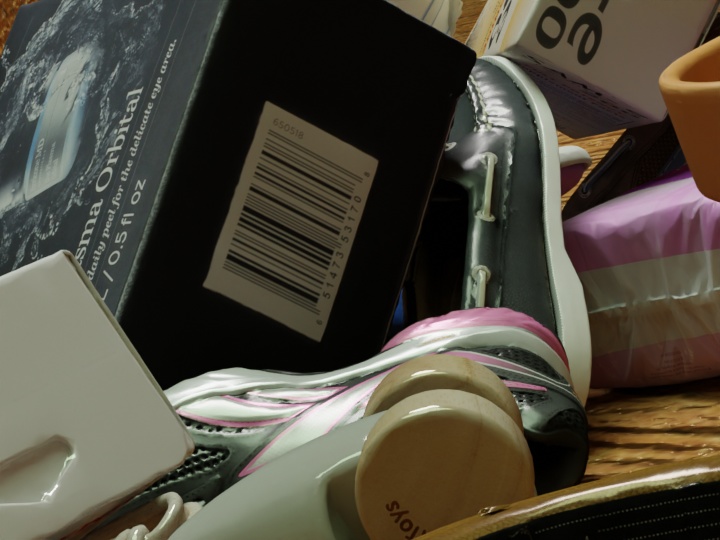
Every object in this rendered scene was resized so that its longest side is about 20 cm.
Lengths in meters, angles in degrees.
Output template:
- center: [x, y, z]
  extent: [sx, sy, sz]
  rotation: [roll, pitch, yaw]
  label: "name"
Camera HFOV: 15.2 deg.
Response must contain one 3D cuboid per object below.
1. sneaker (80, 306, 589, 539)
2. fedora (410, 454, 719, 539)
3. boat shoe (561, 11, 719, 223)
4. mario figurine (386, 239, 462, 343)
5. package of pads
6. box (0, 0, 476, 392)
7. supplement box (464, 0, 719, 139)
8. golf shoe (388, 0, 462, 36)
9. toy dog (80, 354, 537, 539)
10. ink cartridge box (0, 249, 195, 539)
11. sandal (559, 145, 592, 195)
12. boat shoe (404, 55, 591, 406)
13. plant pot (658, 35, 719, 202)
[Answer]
- center: [-0.012, 0.073, 0.933]
  extent: [0.199, 0.081, 0.086]
  rotation: [-25, 23, -4]
  label: "sneaker"
- center: [0.061, 0.099, 0.612]
  extent: [0.200, 0.082, 0.201]
  rotation: [-15, 4, 1]
  label: "fedora"
- center: [0.164, -0.083, 1.230]
  extent: [0.072, 0.072, 0.200]
  rotation: [36, 84, 31]
  label: "boat shoe"
- center: [0.000, 0.000, 1.212]
  extent: [0.106, 0.124, 0.200]
  rotation: [-42, 25, -29]
  label: "mario figurine"
- center: [0.175, -0.017, 1.111]
  extent: [0.120, 0.076, 0.200]
  rotation: [-8, 13, 46]
  label: "package of pads"
- center: [-0.079, -0.011, 1.078]
  extent: [0.117, 0.197, 0.200]
  rotation: [27, -19, -28]
  label: "box"
- center: [0.108, -0.131, 1.193]
  extent: [0.073, 0.126, 0.200]
  rotation: [26, -3, -6]
  label: "supplement box"
- center: [0.000, -0.087, 1.267]
  extent: [0.078, 0.201, 0.097]
  rotation: [10, 43, 20]
  label: "golf shoe"
- center: [-0.017, 0.105, 0.781]
  extent: [0.200, 0.097, 0.132]
  rotation: [-29, 5, 29]
  label: "toy dog"
- center: [-0.171, 0.091, 0.881]
  extent: [0.200, 0.084, 0.144]
  rotation: [-38, -6, 39]
  label: "ink cartridge box"
- center: [0.034, 0.001, 1.376]
  extent: [0.202, 0.050, 0.082]
  rotation: [-29, -8, 9]
  label: "sandal"
- center: [0.043, -0.017, 1.068]
  extent: [0.060, 0.076, 0.200]
  rotation: [12, 38, -22]
  label: "boat shoe"
- center: [0.213, -0.026, 0.888]
  extent: [0.199, 0.141, 0.200]
  rotation: [-18, 9, 3]
  label: "plant pot"
